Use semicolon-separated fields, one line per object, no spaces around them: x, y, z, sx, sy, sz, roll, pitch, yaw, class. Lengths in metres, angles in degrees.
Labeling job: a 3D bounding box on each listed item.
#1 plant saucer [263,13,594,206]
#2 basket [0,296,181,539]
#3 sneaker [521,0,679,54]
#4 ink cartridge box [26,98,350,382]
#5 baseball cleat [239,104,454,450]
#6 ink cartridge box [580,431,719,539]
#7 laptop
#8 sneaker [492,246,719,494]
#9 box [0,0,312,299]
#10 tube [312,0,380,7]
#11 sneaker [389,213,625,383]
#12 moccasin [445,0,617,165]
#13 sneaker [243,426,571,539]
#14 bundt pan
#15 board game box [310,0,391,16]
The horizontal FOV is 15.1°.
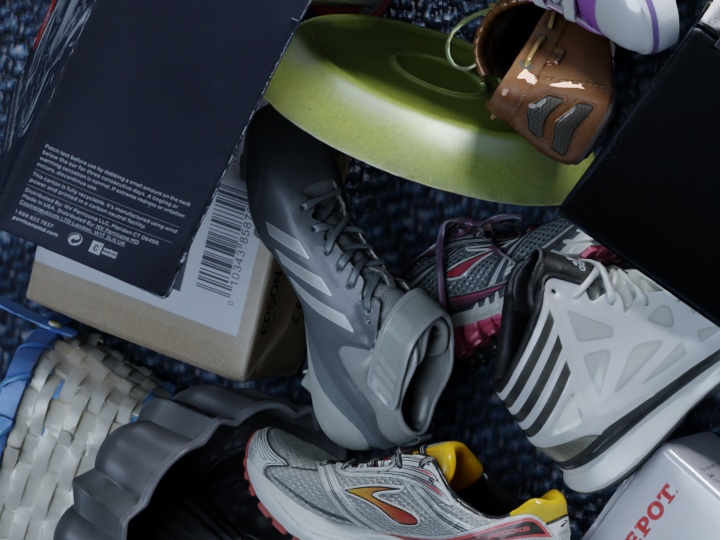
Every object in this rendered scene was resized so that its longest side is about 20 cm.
0.039;-0.093;1.464;0.199;0.200;0.031;30;114;24;plant saucer
-0.215;0.108;1.640;0.199;0.139;0.177;22;103;0;basket
0.067;-0.159;1.384;0.114;0.073;0.201;-33;57;-16;sneaker
-0.097;-0.054;1.613;0.164;0.075;0.201;18;102;25;ink cartridge box
0.000;0.000;1.498;0.106;0.070;0.201;-6;105;45;baseball cleat
0.207;0.204;1.458;0.200;0.084;0.145;41;110;20;ink cartridge box
0.241;-0.072;1.397;0.187;0.116;0.200;34;65;-2;laptop
0.152;0.012;1.431;0.201;0.076;0.115;-45;110;-3;sneaker
-0.112;-0.118;1.448;0.104;0.200;0.183;23;110;-13;box
-0.012;-0.249;1.525;0.058;0.052;0.201;3;90;-5;tube
0.079;-0.003;1.518;0.200;0.081;0.075;-33;76;26;sneaker
0.091;-0.121;1.446;0.077;0.202;0.074;26;120;-9;moccasin
0.028;0.122;1.475;0.199;0.078;0.083;20;106;23;sneaker
-0.100;0.154;1.565;0.076;0.201;0.203;27;106;37;bundt pan
-0.028;-0.260;1.582;0.200;0.040;0.153;45;112;19;board game box
